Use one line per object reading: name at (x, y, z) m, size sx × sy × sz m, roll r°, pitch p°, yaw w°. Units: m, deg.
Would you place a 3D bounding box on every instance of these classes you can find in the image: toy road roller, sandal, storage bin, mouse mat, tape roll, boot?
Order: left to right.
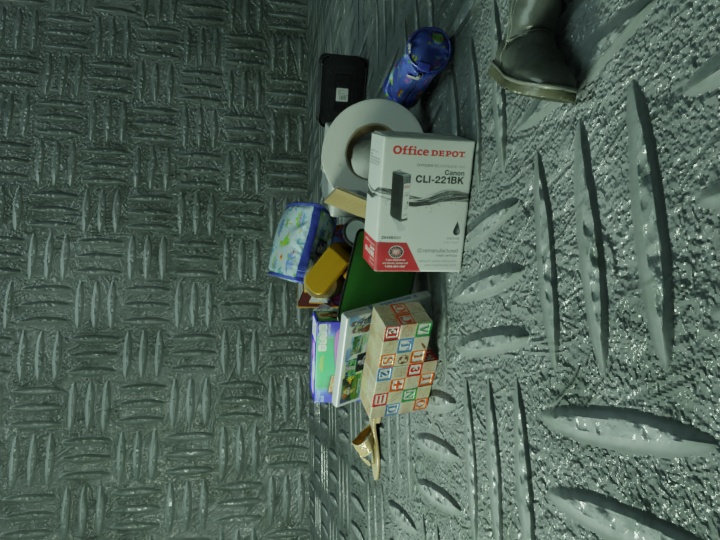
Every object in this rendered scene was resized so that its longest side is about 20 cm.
storage bin at (-0.059, -0.526, 1.633) m, size 0.094 × 0.133 × 0.203 m, roll -116°, pitch 29°, yaw -66°
toy road roller at (0.000, 0.000, 1.096) m, size 0.200 × 0.146 × 0.123 m, roll -48°, pitch -11°, yaw 10°
sandal at (0.010, 0.417, 1.386) m, size 0.078 × 0.068 × 0.215 m, roll -145°, pitch 56°, yaw -77°
tape roll at (0.025, -0.217, 1.037) m, size 0.037 × 0.199 × 0.206 m, roll 20°, pitch -111°, yaw -76°
mouse mat at (0.037, 0.021, 0.995) m, size 0.007 × 0.199 × 0.163 m, roll 14°, pitch 91°, yaw 38°
boot at (0.191, -0.286, 0.561) m, size 0.183 × 0.071 × 0.202 m, roll -111°, pitch 31°, yaw -57°

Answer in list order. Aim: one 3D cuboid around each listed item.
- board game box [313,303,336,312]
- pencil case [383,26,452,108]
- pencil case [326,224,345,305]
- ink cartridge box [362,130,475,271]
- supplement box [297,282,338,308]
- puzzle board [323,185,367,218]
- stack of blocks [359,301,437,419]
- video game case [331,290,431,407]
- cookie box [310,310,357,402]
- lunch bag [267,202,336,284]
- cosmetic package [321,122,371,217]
board game box at (-0.031, 0.169, 1.222) m, size 0.202 × 0.034 × 0.126 m, roll 59°, pitch 169°, yaw -9°
pencil case at (0.096, -0.351, 0.985) m, size 0.200 × 0.077 × 0.088 m, roll 167°, pitch 126°, yaw -80°
pencil case at (-0.036, -0.008, 1.261) m, size 0.089 × 0.087 × 0.202 m, roll 106°, pitch 164°, yaw -53°
ink cartridge box at (0.086, -0.106, 0.851) m, size 0.084 × 0.142 × 0.203 m, roll -128°, pitch 40°, yaw -70°
supplement box at (-0.062, 0.014, 1.457) m, size 0.200 × 0.194 × 0.135 m, roll 127°, pitch 142°, yaw -70°
puzzle board at (0.039, -0.101, 0.976) m, size 0.151 × 0.197 × 0.018 m, roll 173°, pitch 116°, yaw -78°
stack of blocks at (0.071, 0.156, 0.966) m, size 0.059 × 0.113 × 0.203 m, roll -124°, pitch 35°, yaw -52°
video game case at (0.037, 0.142, 1.004) m, size 0.022 × 0.180 × 0.202 m, roll 43°, pitch 135°, yaw 44°
cookie box at (0.003, 0.169, 1.112) m, size 0.075 × 0.197 × 0.174 m, roll -130°, pitch 41°, yaw -71°
lunch bag at (-0.127, -0.057, 1.231) m, size 0.200 × 0.126 × 0.173 m, roll 176°, pitch 107°, yaw -78°
cosmetic package at (0.007, -0.221, 1.207) m, size 0.200 × 0.162 × 0.167 m, roll -112°, pitch 25°, yaw -64°
